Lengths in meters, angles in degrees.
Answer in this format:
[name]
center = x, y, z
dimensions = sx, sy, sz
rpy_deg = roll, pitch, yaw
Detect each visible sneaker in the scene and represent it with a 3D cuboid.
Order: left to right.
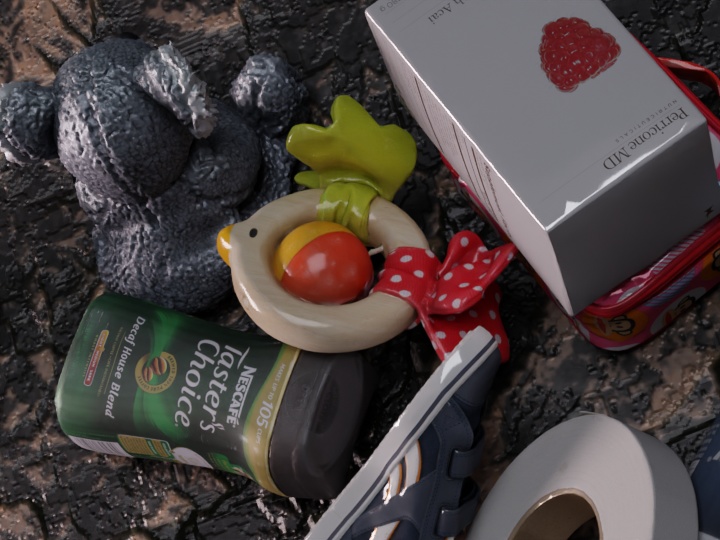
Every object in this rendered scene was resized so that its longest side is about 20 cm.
[sneaker]
center = 0.043, 0.126, 1.581
dimensions = 0.079, 0.078, 0.200
rpy_deg = 38, 116, 5

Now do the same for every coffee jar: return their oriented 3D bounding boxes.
[coffee jar]
center = -0.092, 0.083, 1.666
dimensions = 0.199, 0.085, 0.105
rpy_deg = 11, 70, 22

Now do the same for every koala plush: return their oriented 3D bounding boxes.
[koala plush]
center = -0.141, -0.083, 1.692
dimensions = 0.177, 0.200, 0.184
rpy_deg = -7, 65, 15

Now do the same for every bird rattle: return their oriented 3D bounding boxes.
[bird rattle]
center = 0.000, 0.000, 1.647
dimensions = 0.163, 0.113, 0.200
rpy_deg = -23, 62, -19

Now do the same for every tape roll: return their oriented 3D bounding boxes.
[tape roll]
center = 0.121, 0.183, 1.510
dimensions = 0.203, 0.037, 0.203
rpy_deg = -43, 33, 37

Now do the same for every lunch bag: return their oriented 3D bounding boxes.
[lunch bag]
center = 0.167, -0.066, 1.654
dimensions = 0.176, 0.082, 0.200
rpy_deg = -38, 61, -6

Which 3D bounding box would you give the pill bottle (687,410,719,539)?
[pill bottle]
center = 0.241, 0.153, 1.503
dimensions = 0.119, 0.120, 0.200
rpy_deg = 23, 76, 26

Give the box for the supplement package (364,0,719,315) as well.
[supplement package]
center = 0.114, -0.098, 1.568
dimensions = 0.121, 0.120, 0.200
rpy_deg = -35, 61, -5
